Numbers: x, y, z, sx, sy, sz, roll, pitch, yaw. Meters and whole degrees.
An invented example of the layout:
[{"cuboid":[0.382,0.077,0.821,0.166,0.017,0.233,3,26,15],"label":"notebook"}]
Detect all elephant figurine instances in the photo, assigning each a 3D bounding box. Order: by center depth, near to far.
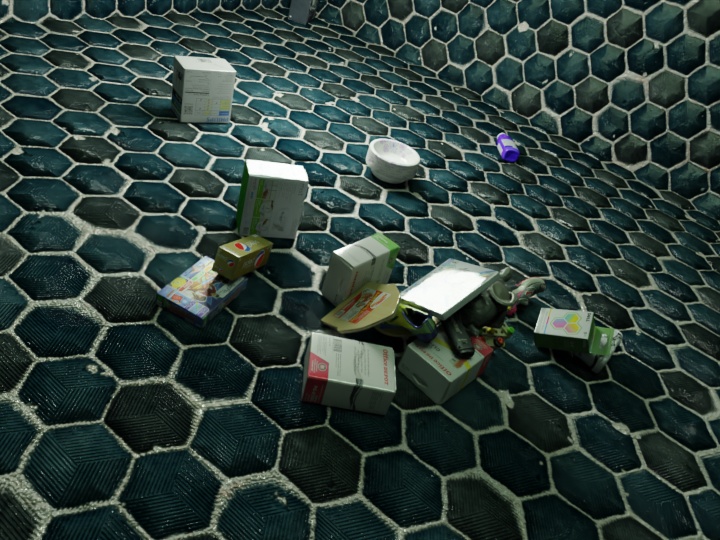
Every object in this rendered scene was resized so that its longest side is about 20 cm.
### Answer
[{"cuboid":[0.342,0.076,1.582,0.197,0.158,0.141,-7,0,-16],"label":"elephant figurine"}]

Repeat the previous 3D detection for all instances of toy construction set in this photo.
[{"cuboid":[0.328,0.152,1.654,0.197,0.092,0.133,-1,63,-14],"label":"toy construction set"}]

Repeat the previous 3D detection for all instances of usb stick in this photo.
[{"cuboid":[0.227,0.132,1.524,0.055,0.033,0.201,4,42,-25],"label":"usb stick"}]

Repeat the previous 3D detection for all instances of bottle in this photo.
[{"cuboid":[0.675,-0.574,2.831,0.082,0.066,0.201,11,35,-11],"label":"bottle"}]

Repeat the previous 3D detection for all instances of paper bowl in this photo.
[{"cuboid":[0.117,-0.402,2.299,0.198,0.105,0.202,13,35,-9],"label":"paper bowl"}]

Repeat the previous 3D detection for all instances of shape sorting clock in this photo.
[{"cuboid":[0.125,0.115,1.608,0.197,0.040,0.201,-12,27,6],"label":"shape sorting clock"}]

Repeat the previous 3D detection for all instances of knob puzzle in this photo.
[{"cuboid":[0.022,0.101,1.518,0.217,0.031,0.220,-21,24,10],"label":"knob puzzle"}]

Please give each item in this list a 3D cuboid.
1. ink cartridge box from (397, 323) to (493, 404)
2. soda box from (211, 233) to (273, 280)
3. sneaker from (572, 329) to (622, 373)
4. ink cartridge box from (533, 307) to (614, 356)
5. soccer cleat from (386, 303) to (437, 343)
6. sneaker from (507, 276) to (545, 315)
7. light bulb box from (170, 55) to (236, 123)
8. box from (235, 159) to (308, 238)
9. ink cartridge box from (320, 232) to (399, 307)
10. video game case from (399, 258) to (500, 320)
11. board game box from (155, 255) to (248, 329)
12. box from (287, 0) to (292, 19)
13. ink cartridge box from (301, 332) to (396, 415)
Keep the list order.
[{"cuboid":[0.212,0.219,1.513,0.145,0.084,0.199,38,39,26],"label":"ink cartridge box"},{"cuboid":[-0.304,-0.037,1.591,0.063,0.068,0.200,26,19,11],"label":"soda box"},{"cuboid":[0.673,0.204,1.759,0.114,0.076,0.199,36,42,19],"label":"sneaker"},{"cuboid":[0.592,0.167,1.696,0.198,0.060,0.104,5,43,29],"label":"ink cartridge box"},{"cuboid":[0.110,0.107,1.500,0.065,0.084,0.199,-42,41,-19],"label":"soccer cleat"},{"cuboid":[0.489,0.081,1.849,0.198,0.081,0.075,-19,63,-31],"label":"sneaker"},{"cuboid":[-0.577,-0.659,2.238,0.196,0.202,0.125,-7,40,-33],"label":"light bulb box"},{"cuboid":[-0.257,-0.201,1.765,0.174,0.202,0.097,2,37,-21],"label":"box"},{"cuboid":[0.000,0.000,1.658,0.084,0.147,0.199,37,38,26],"label":"ink cartridge box"},{"cuboid":[0.215,0.041,1.518,0.199,0.022,0.181,-33,28,-24],"label":"video game case"},{"cuboid":[-0.386,0.049,1.506,0.134,0.035,0.200,27,36,10],"label":"board game box"},{"cuboid":[-0.331,-1.594,3.631,0.122,0.202,0.197,21,35,2],"label":"box"},{"cuboid":[-0.026,0.232,1.383,0.197,0.085,0.146,12,35,-9],"label":"ink cartridge box"}]
